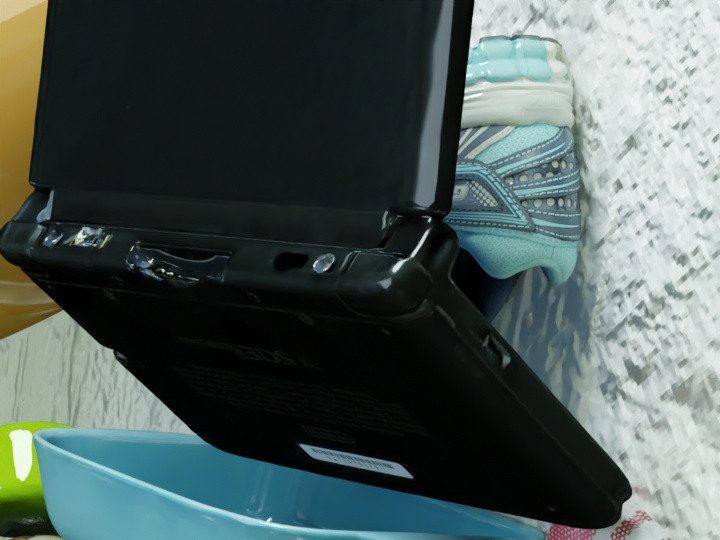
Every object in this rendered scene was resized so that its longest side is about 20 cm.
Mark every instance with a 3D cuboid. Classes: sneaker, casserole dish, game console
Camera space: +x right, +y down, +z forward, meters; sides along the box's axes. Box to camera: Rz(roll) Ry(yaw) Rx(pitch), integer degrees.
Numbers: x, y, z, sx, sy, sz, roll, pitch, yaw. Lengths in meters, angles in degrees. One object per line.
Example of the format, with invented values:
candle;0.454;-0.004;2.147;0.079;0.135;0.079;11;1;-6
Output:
sneaker;0.000;0.000;0.755;0.200;0.077;0.086;-36;60;52
casserole dish;-0.029;0.085;0.744;0.200;0.121;0.039;13;95;56
game console;-0.009;-0.026;0.691;0.200;0.176;0.116;6;57;51

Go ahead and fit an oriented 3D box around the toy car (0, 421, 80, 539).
toy car;-0.186;0.166;0.888;0.158;0.200;0.165;74;-171;-64

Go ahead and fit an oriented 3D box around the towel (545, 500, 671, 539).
towel;0.091;0.166;0.636;0.200;0.030;0.147;46;123;50

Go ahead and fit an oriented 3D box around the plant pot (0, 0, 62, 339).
plant pot;-0.121;-0.090;0.875;0.183;0.200;0.201;-22;67;38
